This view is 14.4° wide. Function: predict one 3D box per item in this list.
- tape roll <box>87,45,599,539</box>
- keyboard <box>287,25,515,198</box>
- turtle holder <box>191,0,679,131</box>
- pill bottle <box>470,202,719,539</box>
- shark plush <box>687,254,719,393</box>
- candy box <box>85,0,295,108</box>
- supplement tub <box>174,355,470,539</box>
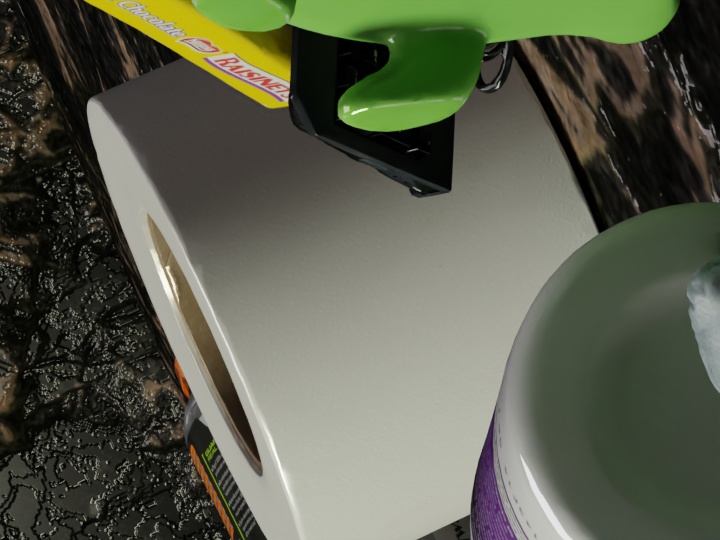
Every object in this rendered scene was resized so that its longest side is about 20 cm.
[{"bbox_3d":[0.000,0.000,1.071,0.203,0.139,0.203,62,171,18],"label":"tape roll"},{"bbox_3d":[0.023,-0.123,0.746,0.104,0.039,0.201,22,-112,-60],"label":"keyboard"},{"bbox_3d":[0.035,-0.120,0.654,0.141,0.185,0.132,-39,56,46],"label":"turtle holder"},{"bbox_3d":[0.088,0.062,0.810,0.112,0.111,0.200,63,170,15],"label":"pill bottle"},{"bbox_3d":[0.126,0.079,0.659,0.091,0.083,0.201,-126,22,-57],"label":"shark plush"},{"bbox_3d":[-0.032,-0.151,0.712,0.102,0.026,0.201,24,-114,-56],"label":"candy box"},{"bbox_3d":[-0.015,0.110,1.498,0.123,0.122,0.201,83,161,-62],"label":"supplement tub"}]
